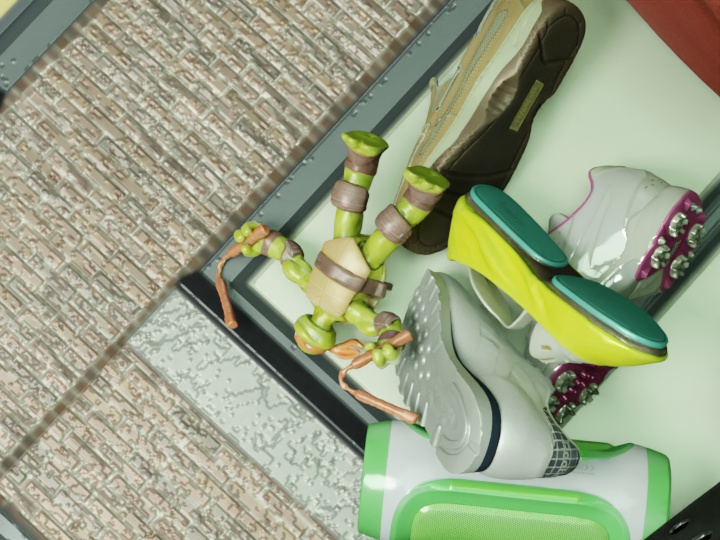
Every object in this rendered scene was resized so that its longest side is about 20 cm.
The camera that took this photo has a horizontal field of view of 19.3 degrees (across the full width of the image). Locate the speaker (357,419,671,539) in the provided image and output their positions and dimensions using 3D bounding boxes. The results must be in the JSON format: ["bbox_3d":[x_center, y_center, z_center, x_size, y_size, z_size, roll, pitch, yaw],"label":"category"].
[{"bbox_3d":[0.101,0.147,1.397,0.200,0.088,0.089,6,82,2],"label":"speaker"}]

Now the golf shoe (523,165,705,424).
[{"bbox_3d":[0.148,0.017,1.432,0.091,0.075,0.200,34,86,29],"label":"golf shoe"}]

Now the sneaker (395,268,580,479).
[{"bbox_3d":[0.078,0.071,1.378,0.080,0.200,0.076,7,122,-19],"label":"sneaker"}]

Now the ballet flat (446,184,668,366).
[{"bbox_3d":[0.122,0.020,1.373,0.200,0.067,0.067,44,117,39],"label":"ballet flat"}]

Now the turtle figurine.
[{"bbox_3d":[0.000,0.000,1.403,0.200,0.064,0.161,38,108,35],"label":"turtle figurine"}]

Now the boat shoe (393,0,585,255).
[{"bbox_3d":[0.075,-0.107,1.450,0.076,0.072,0.200,36,93,40],"label":"boat shoe"}]

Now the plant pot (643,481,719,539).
[{"bbox_3d":[0.256,0.236,1.305,0.200,0.200,0.178,-37,99,-4],"label":"plant pot"}]

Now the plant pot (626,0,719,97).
[{"bbox_3d":[0.274,-0.222,1.401,0.200,0.200,0.176,-29,93,-3],"label":"plant pot"}]
